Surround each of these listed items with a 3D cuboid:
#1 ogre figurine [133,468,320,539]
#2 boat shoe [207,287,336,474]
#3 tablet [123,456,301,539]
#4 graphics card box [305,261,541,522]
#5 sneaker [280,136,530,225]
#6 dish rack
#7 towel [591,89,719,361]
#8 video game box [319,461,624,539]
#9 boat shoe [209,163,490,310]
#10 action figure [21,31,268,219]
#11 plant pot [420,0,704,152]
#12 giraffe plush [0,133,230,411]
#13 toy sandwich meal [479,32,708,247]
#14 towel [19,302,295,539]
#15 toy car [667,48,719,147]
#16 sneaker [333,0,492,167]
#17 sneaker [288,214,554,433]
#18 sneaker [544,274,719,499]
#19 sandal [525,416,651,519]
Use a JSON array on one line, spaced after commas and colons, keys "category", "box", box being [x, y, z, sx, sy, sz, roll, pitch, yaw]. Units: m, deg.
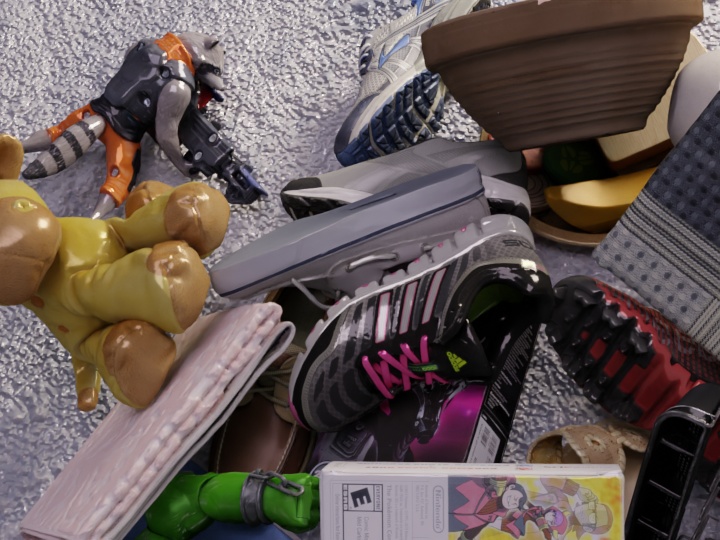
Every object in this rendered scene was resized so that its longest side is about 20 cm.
[{"category": "ogre figurine", "box": [-0.105, 0.212, 0.832, 0.119, 0.203, 0.098, 19, 17, 31]}, {"category": "boat shoe", "box": [-0.061, 0.074, 0.937, 0.074, 0.074, 0.202, 10, 57, 13]}, {"category": "tablet", "box": [-0.089, 0.224, 0.887, 0.199, 0.014, 0.130, 33, 68, 25]}, {"category": "graphics card box", "box": [0.046, 0.084, 0.909, 0.124, 0.051, 0.202, 0, 56, 35]}, {"category": "sneaker", "box": [0.034, -0.060, 1.002, 0.197, 0.074, 0.080, -2, 57, 19]}, {"category": "dish rack", "box": [0.264, 0.161, 0.792, 0.198, 0.155, 0.055, 25, 45, 22]}, {"category": "towel", "box": [0.273, -0.017, 0.806, 0.199, 0.034, 0.193, 41, 114, 11]}, {"category": "video game box", "box": [0.067, 0.216, 0.790, 0.179, 0.047, 0.204, 0, 91, 11]}, {"category": "boat shoe", "box": [0.000, -0.001, 0.912, 0.199, 0.075, 0.087, -21, 101, -9]}, {"category": "action figure", "box": [-0.171, -0.111, 1.062, 0.199, 0.105, 0.194, 36, 79, 29]}, {"category": "plant pot", "box": [0.145, -0.137, 0.931, 0.198, 0.201, 0.094, -9, 94, 3]}, {"category": "giraffe plush", "box": [-0.208, -0.008, 0.910, 0.161, 0.199, 0.175, 29, 62, -25]}, {"category": "toy sandwich meal", "box": [0.188, -0.109, 1.018, 0.202, 0.071, 0.208, -4, 57, 6]}, {"category": "towel", "box": [-0.140, 0.107, 0.888, 0.032, 0.190, 0.201, 45, 68, -14]}, {"category": "toy car", "box": [0.290, -0.048, 0.884, 0.172, 0.203, 0.150, 8, 22, 5]}, {"category": "sneaker", "box": [0.030, -0.154, 1.082, 0.084, 0.078, 0.201, 19, 55, 31]}, {"category": "sneaker", "box": [0.043, 0.045, 0.851, 0.199, 0.074, 0.088, -34, 37, -3]}, {"category": "sneaker", "box": [0.210, 0.068, 0.882, 0.200, 0.071, 0.098, 39, 39, 7]}, {"category": "sandal", "box": [0.134, 0.140, 0.870, 0.209, 0.070, 0.078, -26, 57, -8]}]
